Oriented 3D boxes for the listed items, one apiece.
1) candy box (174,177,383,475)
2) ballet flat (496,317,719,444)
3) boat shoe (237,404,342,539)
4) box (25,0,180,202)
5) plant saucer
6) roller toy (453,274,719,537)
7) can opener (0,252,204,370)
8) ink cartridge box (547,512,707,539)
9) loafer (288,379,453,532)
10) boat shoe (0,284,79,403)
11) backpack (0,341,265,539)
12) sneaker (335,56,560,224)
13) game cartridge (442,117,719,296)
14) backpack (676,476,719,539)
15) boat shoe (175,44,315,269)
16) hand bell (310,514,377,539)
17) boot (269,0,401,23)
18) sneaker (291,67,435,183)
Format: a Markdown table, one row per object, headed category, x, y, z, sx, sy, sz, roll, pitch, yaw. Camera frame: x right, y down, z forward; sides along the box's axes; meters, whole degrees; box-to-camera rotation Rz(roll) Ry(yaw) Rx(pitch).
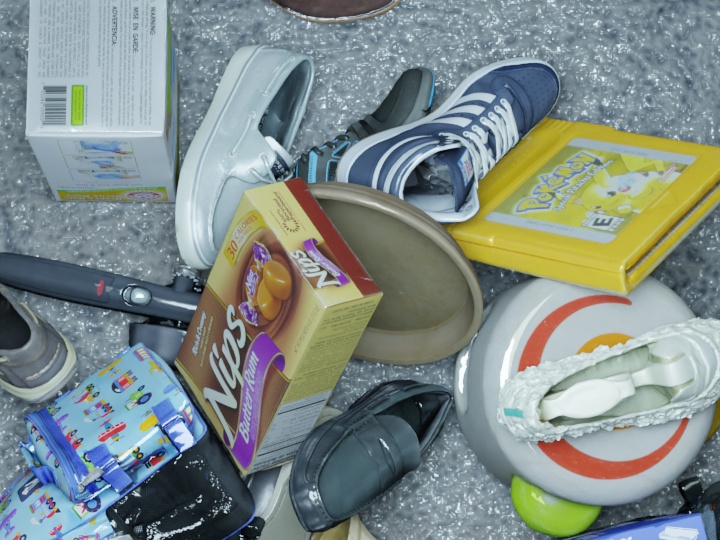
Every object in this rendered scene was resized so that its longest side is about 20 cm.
| category | x | y | z | sx | sy | sz | roll | pitch | yaw |
| --- | --- | --- | --- | --- | --- | --- | --- | --- | --- |
| candy box | -0.065 | 0.043 | 1.427 | 0.056 | 0.200 | 0.117 | -14 | 57 | -36 |
| ballet flat | 0.197 | 0.083 | 1.399 | 0.200 | 0.072 | 0.072 | -17 | 80 | -13 |
| boat shoe | -0.079 | 0.190 | 1.522 | 0.063 | 0.073 | 0.200 | 22 | 82 | 45 |
| box | -0.194 | -0.128 | 1.499 | 0.101 | 0.200 | 0.113 | 0 | 77 | -2 |
| plant saucer | 0.000 | 0.000 | 1.480 | 0.200 | 0.200 | 0.029 | 21 | 54 | 3 |
| roller toy | 0.171 | 0.088 | 1.498 | 0.200 | 0.140 | 0.183 | -29 | 91 | -12 |
| can opener | -0.198 | 0.020 | 1.539 | 0.200 | 0.063 | 0.079 | 17 | 75 | 2 |
| ink cartridge box | 0.193 | 0.210 | 1.442 | 0.094 | 0.200 | 0.044 | -13 | 83 | -4 |
| loafer | 0.009 | 0.133 | 1.462 | 0.070 | 0.201 | 0.068 | -16 | 103 | 30 |
| boat shoe | -0.301 | 0.028 | 1.502 | 0.200 | 0.073 | 0.075 | 24 | 64 | 28 |
| backpack | -0.196 | 0.171 | 1.448 | 0.200 | 0.183 | 0.135 | -33 | 114 | -5 |
| sneaker | 0.088 | -0.097 | 1.489 | 0.200 | 0.108 | 0.070 | -29 | 113 | -16 |
| game cartridge | 0.165 | -0.056 | 1.494 | 0.200 | 0.032 | 0.176 | 15 | 42 | 38 |
| backpack | 0.341 | 0.260 | 1.470 | 0.200 | 0.154 | 0.191 | 5 | 89 | -3 |
| boat shoe | -0.087 | -0.093 | 1.540 | 0.071 | 0.070 | 0.201 | 4 | 63 | 29 |
| hand bell | 0.058 | 0.259 | 1.497 | 0.200 | 0.104 | 0.104 | 23 | 79 | -14 |
| boot | -0.059 | -0.261 | 1.545 | 0.200 | 0.166 | 0.072 | 12 | 79 | 1 |
| sneaker | -0.008 | -0.086 | 1.560 | 0.082 | 0.073 | 0.200 | 30 | 79 | 6 |
